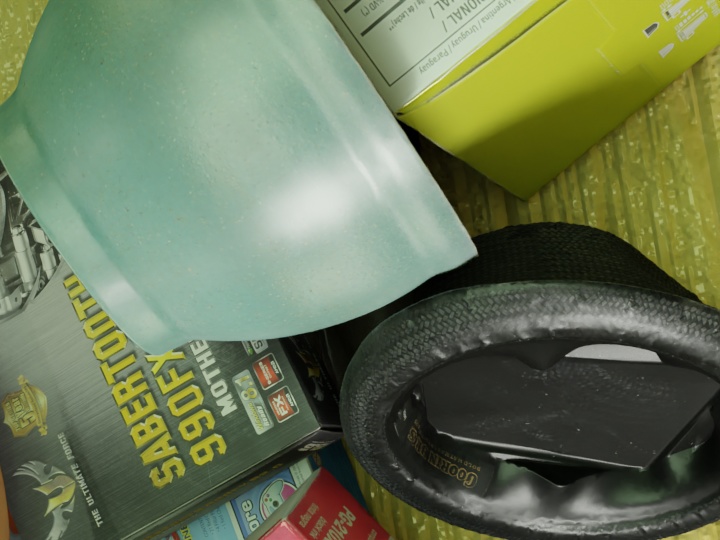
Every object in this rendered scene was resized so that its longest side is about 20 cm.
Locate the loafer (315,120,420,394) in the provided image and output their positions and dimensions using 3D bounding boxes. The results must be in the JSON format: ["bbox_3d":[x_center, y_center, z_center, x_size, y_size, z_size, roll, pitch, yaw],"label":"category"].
[{"bbox_3d":[0.000,0.000,0.844,0.073,0.071,0.201,-17,79,18],"label":"loafer"}]

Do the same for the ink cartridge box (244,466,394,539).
[{"bbox_3d":[-0.004,0.214,0.786,0.145,0.084,0.200,-44,90,14],"label":"ink cartridge box"}]

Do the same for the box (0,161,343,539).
[{"bbox_3d":[-0.115,0.023,0.838,0.158,0.048,0.201,-29,75,15],"label":"box"}]

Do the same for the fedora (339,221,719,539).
[{"bbox_3d":[0.091,0.038,0.778,0.200,0.201,0.092,-15,47,18],"label":"fedora"}]

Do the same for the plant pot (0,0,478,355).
[{"bbox_3d":[-0.063,-0.051,0.718,0.134,0.200,0.201,-34,74,1],"label":"plant pot"}]

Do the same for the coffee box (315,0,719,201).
[{"bbox_3d":[0.068,-0.178,0.768,0.200,0.200,0.198,-39,72,11],"label":"coffee box"}]

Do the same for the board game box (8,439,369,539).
[{"bbox_3d":[-0.119,0.080,0.889,0.195,0.056,0.201,-26,76,17],"label":"board game box"}]

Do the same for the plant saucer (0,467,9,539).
[{"bbox_3d":[-0.218,0.096,0.859,0.200,0.037,0.201,26,122,49],"label":"plant saucer"}]
